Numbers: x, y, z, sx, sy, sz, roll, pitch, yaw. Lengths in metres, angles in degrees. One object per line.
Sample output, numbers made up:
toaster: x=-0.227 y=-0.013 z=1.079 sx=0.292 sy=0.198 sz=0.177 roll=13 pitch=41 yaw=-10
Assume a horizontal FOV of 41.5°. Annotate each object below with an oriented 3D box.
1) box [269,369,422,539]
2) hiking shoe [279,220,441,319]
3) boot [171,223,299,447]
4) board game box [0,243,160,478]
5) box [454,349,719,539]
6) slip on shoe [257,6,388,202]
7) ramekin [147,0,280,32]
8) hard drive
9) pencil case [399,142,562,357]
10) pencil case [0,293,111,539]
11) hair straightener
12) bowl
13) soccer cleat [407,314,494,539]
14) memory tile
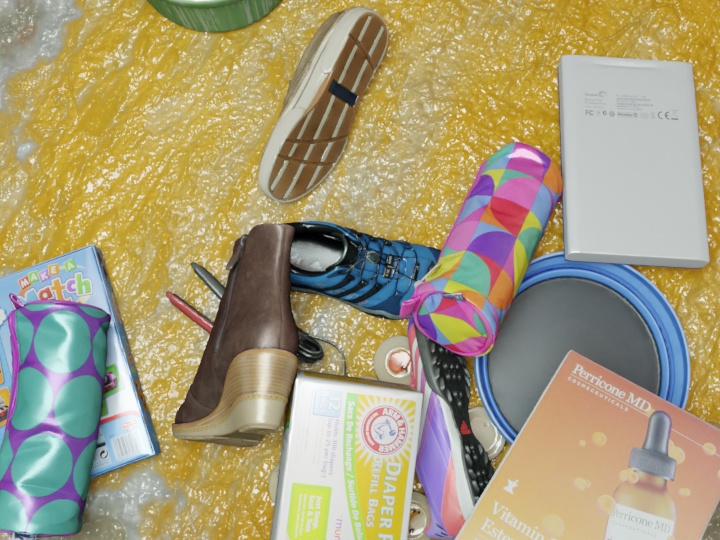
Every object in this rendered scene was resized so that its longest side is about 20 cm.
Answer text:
box: x=-0.017 y=0.192 z=0.799 sx=0.110 sy=0.101 sz=0.205 roll=7 pitch=86 yaw=-6
hiking shoe: x=0.000 y=0.000 z=0.866 sx=0.195 sy=0.087 sz=0.076 roll=6 pitch=81 yaw=1
boot: x=-0.105 y=0.062 z=0.822 sx=0.071 sy=0.199 sz=0.170 roll=12 pitch=70 yaw=-27
board game box: x=-0.285 y=0.097 z=0.879 sx=0.148 sy=0.037 sz=0.204 roll=-19 pitch=82 yaw=-3
box: x=0.176 y=0.195 z=0.728 sx=0.150 sy=0.107 sz=0.201 roll=27 pitch=65 yaw=22
slip on shoe: x=-0.045 y=-0.161 z=0.911 sx=0.060 sy=0.075 sz=0.203 roll=25 pitch=89 yaw=44
ramekin: x=-0.146 y=-0.333 z=0.917 sx=0.195 sy=0.098 sz=0.205 roll=0 pitch=80 yaw=0
hard drive: x=0.254 y=-0.105 z=0.893 sx=0.129 sy=0.025 sz=0.205 roll=3 pitch=70 yaw=-2
pencil case: x=0.112 y=-0.022 z=0.839 sx=0.087 sy=0.089 sz=0.201 roll=29 pitch=56 yaw=5
pencil case: x=-0.270 y=0.127 z=0.812 sx=0.091 sy=0.085 sz=0.205 roll=11 pitch=80 yaw=-28
hair straightener: x=-0.084 y=0.055 z=0.880 sx=0.199 sy=0.041 sz=0.077 roll=37 pitch=83 yaw=11
bowl: x=0.199 y=0.086 z=0.867 sx=0.196 sy=0.039 sz=0.206 roll=1 pitch=76 yaw=-2
soccer cleat: x=0.065 y=0.135 z=0.843 sx=0.072 sy=0.068 sz=0.204 roll=-25 pitch=70 yaw=30
memory tile: x=0.025 y=0.176 z=0.874 sx=0.153 sy=0.017 sz=0.201 roll=41 pitch=83 yaw=6
